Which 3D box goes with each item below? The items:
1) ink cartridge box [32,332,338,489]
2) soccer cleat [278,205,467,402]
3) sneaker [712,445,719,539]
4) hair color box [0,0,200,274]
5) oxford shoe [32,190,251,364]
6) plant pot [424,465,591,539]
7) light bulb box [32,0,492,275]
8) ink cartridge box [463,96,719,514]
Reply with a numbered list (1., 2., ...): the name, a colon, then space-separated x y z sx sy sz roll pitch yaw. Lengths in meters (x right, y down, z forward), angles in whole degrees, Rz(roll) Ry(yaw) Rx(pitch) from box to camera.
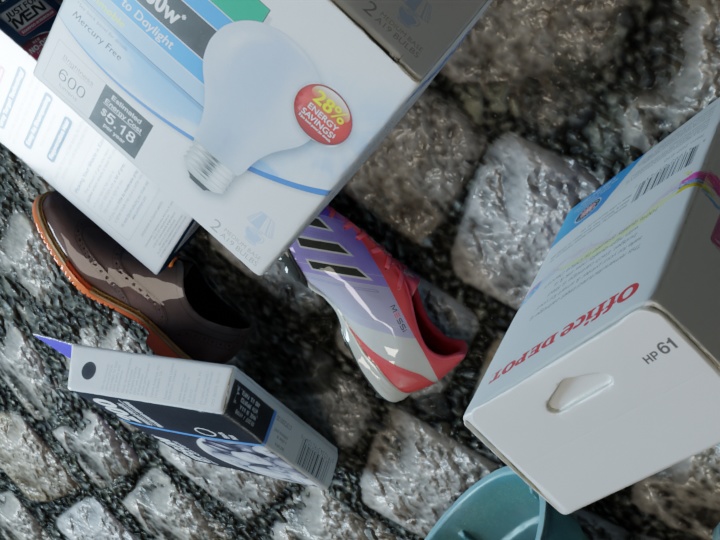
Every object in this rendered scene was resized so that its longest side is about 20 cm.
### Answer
1. ink cartridge box: -0.143 0.117 0.953 0.197 0.044 0.198 8 158 28
2. soccer cleat: 0.000 0.000 0.824 0.072 0.068 0.201 -26 108 23
3. sneaker: 0.254 0.145 0.762 0.199 0.080 0.131 41 134 -2
4. hair color box: -0.193 -0.102 0.857 0.199 0.061 0.100 40 135 -3
5. oxford shoe: -0.170 -0.002 0.929 0.200 0.071 0.072 42 118 -14
6. plant pot: 0.144 0.286 0.874 0.195 0.201 0.200 37 136 -11
7. light bulb box: -0.060 -0.143 0.697 0.198 0.125 0.200 40 136 -3
8. ink cartridge box: 0.157 0.016 0.633 0.085 0.201 0.144 43 135 -7
